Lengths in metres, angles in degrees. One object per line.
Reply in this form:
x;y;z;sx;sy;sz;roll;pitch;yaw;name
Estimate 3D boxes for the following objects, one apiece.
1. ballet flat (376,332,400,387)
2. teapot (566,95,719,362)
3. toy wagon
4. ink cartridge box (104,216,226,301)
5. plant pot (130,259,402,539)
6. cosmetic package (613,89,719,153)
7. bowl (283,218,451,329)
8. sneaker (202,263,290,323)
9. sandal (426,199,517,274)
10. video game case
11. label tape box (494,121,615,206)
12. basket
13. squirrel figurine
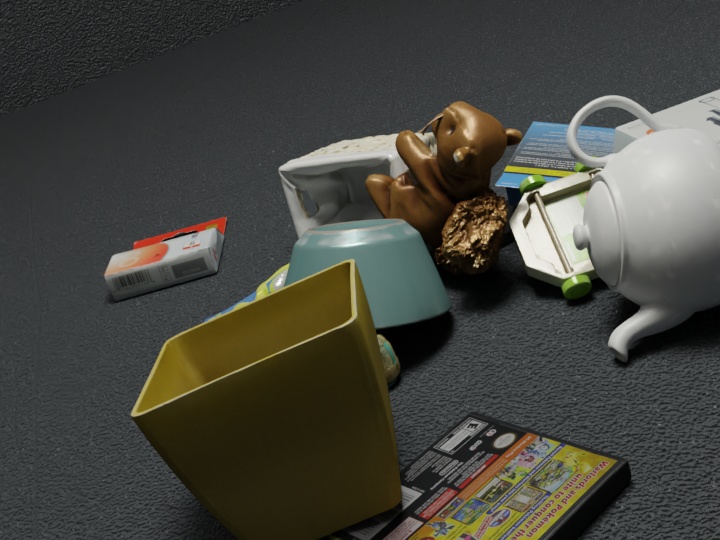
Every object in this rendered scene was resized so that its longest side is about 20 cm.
-0.054;0.098;1.230;0.198;0.071;0.071;-7;27;23;ballet flat
0.285;-0.049;1.138;0.145;0.199;0.201;-7;33;-1;teapot
0.273;-0.056;1.277;0.198;0.040;0.156;-19;58;2;toy wagon
-0.285;-0.037;1.691;0.161;0.050;0.200;-15;28;5;ink cartridge box
-0.060;0.130;0.999;0.199;0.177;0.200;-24;13;5;plant pot
0.431;-0.154;1.374;0.199;0.052;0.151;-22;35;-29;cosmetic package
0.000;0.000;1.277;0.199;0.106;0.201;-5;6;1;bowl
-0.131;0.050;1.372;0.104;0.076;0.200;1;31;36;sneaker
0.131;-0.044;1.427;0.199;0.043;0.076;-30;27;-24;sandal
0.099;0.202;0.961;0.200;0.026;0.180;-34;29;-33;video game case
0.263;-0.116;1.431;0.143;0.064;0.200;8;33;21;label tape box
0.013;-0.106;1.520;0.199;0.137;0.123;-2;23;37;basket
0.123;-0.095;1.310;0.141;0.201;0.187;-16;-16;-29;squirrel figurine
